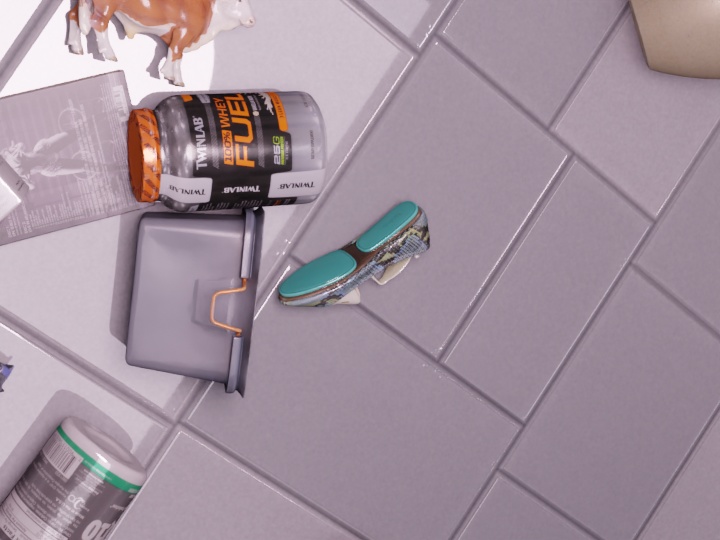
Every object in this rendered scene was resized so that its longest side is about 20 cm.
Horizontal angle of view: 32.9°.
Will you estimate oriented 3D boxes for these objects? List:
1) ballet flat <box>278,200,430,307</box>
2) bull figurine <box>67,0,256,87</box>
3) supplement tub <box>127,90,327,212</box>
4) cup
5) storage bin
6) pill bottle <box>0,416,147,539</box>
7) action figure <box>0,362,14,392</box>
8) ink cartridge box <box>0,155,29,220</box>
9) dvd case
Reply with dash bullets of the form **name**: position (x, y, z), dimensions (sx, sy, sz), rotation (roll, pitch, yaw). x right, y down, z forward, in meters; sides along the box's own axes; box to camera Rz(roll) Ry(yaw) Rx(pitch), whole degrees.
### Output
- **ballet flat**: position (0.000, 0.000, 1.404), dimensions (0.198, 0.074, 0.075), rotation (-32, 107, -8)
- **bull figurine**: position (-0.212, -0.267, 1.284), dimensions (0.197, 0.065, 0.123), rotation (15, 91, -20)
- **supplement tub**: position (-0.143, -0.127, 1.298), dimensions (0.197, 0.122, 0.125), rotation (-6, 101, -21)
- **cup**: position (0.394, -0.309, 1.436), dimensions (0.141, 0.201, 0.203), rotation (-16, 106, 14)
- **storage bin**: position (-0.180, 0.028, 1.315), dimensions (0.132, 0.146, 0.204), rotation (5, 97, -9)
- **pill bottle**: position (-0.330, 0.269, 1.310), dimensions (0.113, 0.113, 0.201), rotation (37, 87, -20)
- **action figure**: position (-0.460, 0.160, 1.276), dimensions (0.194, 0.104, 0.201), rotation (50, 57, -26)
- **ink cartridge box**: position (-0.452, -0.105, 1.209), dimensions (0.146, 0.084, 0.201), rotation (-41, 107, 0)
- **dvd case**: position (-0.331, -0.117, 1.296), dimensions (0.197, 0.016, 0.151), rotation (-16, 105, -16)
